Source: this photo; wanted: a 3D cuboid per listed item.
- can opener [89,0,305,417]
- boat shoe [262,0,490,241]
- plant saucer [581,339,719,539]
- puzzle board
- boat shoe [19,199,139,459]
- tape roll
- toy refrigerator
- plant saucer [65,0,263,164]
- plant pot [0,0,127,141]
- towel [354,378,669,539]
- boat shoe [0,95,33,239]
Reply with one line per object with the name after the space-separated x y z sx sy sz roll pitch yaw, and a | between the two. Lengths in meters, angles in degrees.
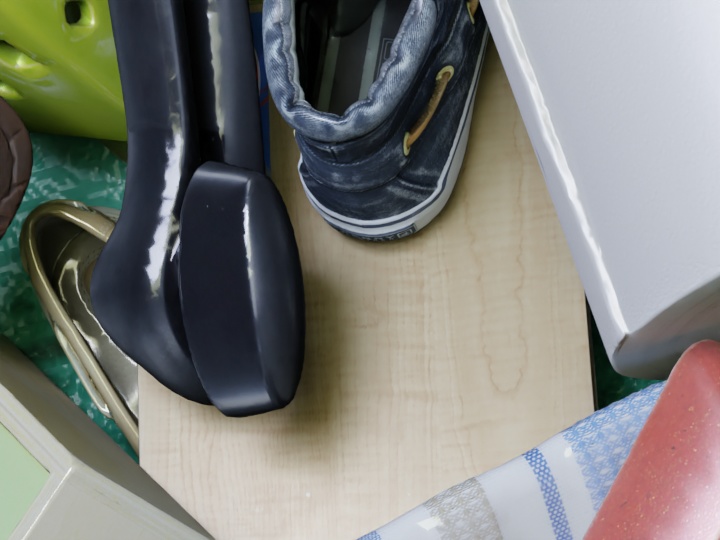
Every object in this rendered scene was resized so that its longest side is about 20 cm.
-0.051 -0.054 0.925 0.078 0.063 0.201 -7 89 32 | can opener
0.015 -0.116 0.951 0.070 0.091 0.201 4 69 11 | boat shoe
0.137 0.153 0.883 0.199 0.037 0.201 29 90 -22 | plant saucer
0.000 0.000 0.968 0.150 0.017 0.201 -6 68 8 | puzzle board
-0.044 0.056 0.994 0.073 0.063 0.201 -40 73 5 | boat shoe
0.148 -0.066 0.895 0.202 0.203 0.140 -22 76 10 | tape roll
-0.129 0.068 0.953 0.076 0.070 0.200 -55 32 1 | toy refrigerator
-0.031 -0.123 1.040 0.199 0.031 0.201 -3 79 14 | plant saucer
-0.151 -0.170 0.971 0.198 0.181 0.201 10 79 33 | plant pot
0.081 0.117 0.888 0.199 0.024 0.148 -25 107 -15 | towel
-0.184 0.024 0.937 0.203 0.075 0.075 -52 33 -16 | boat shoe
